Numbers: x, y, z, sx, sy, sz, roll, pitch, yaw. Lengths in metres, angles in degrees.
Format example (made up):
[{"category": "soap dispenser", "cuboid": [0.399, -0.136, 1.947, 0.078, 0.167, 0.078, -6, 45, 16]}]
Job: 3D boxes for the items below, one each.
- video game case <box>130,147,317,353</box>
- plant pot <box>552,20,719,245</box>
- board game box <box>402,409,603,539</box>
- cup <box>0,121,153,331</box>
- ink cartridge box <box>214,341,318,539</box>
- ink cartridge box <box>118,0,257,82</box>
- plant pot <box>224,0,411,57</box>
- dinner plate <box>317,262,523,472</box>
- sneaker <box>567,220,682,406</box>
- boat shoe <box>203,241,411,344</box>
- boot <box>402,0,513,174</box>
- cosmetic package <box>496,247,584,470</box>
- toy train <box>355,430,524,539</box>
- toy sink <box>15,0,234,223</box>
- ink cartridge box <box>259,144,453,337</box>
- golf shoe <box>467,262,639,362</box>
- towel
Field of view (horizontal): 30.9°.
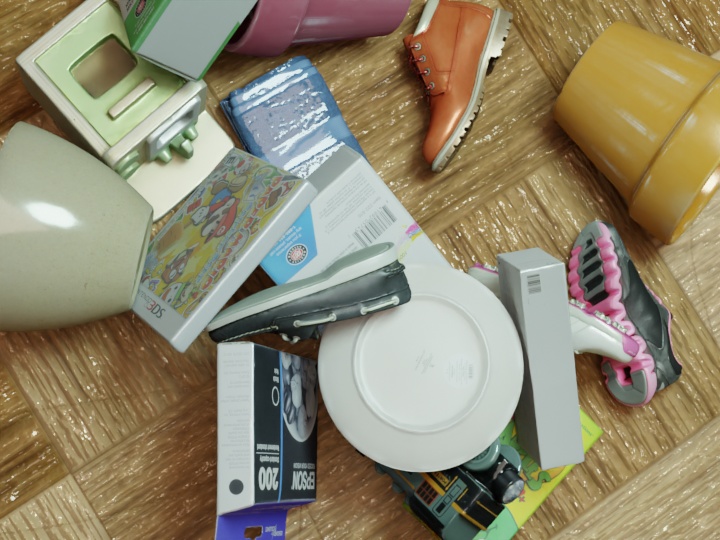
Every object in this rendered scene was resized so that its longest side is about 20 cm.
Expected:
[{"category": "video game case", "cuboid": [-0.149, -0.027, 1.282, 0.200, 0.182, 0.023, -50, 122, -8]}, {"category": "plant pot", "cuboid": [0.311, -0.161, 1.379, 0.183, 0.200, 0.201, 37, 78, 15]}, {"category": "board game box", "cuboid": [0.148, 0.207, 1.360, 0.102, 0.048, 0.200, 44, 78, 0]}, {"category": "cup", "cuboid": [-0.278, -0.028, 1.248, 0.141, 0.200, 0.203, 12, 80, -5]}, {"category": "ink cartridge box", "cuboid": [-0.087, 0.178, 1.256, 0.043, 0.198, 0.203, -1, 82, 16]}, {"category": "ink cartridge box", "cuboid": [-0.171, -0.307, 1.261, 0.083, 0.146, 0.201, 19, 33, -36]}, {"category": "plant pot", "cuboid": [-0.046, -0.317, 1.343, 0.177, 0.200, 0.203, 2, 81, -24]}, {"category": "dinner plate", "cuboid": [0.058, 0.089, 1.240, 0.197, 0.024, 0.203, 0, 79, -1]}, {"category": "sneaker", "cuboid": [0.292, 0.041, 1.405, 0.095, 0.079, 0.202, -13, 84, -33]}, {"category": "boat shoe", "cuboid": [-0.049, 0.037, 1.218, 0.198, 0.076, 0.061, -20, 101, 9]}, {"category": "boot", "cuboid": [0.086, -0.204, 1.403, 0.106, 0.075, 0.202, 20, 71, -2]}, {"category": "cosmetic package", "cuboid": [0.178, 0.085, 1.285, 0.050, 0.083, 0.203, -10, 104, -10]}, {"category": "toy train", "cuboid": [0.073, 0.181, 1.299, 0.114, 0.085, 0.200, -48, 52, -2]}, {"category": "toy sink", "cuboid": [-0.233, -0.167, 1.322, 0.130, 0.112, 0.200, -41, 90, -12]}, {"category": "ink cartridge box", "cuboid": [0.000, 0.000, 1.309, 0.144, 0.085, 0.200, -41, 109, -2]}, {"category": "golf shoe", "cuboid": [0.191, 0.064, 1.361, 0.198, 0.075, 0.092, 24, 90, 24]}, {"category": "towel", "cuboid": [-0.055, -0.118, 1.376, 0.111, 0.049, 0.202, -28, 86, -11]}]
